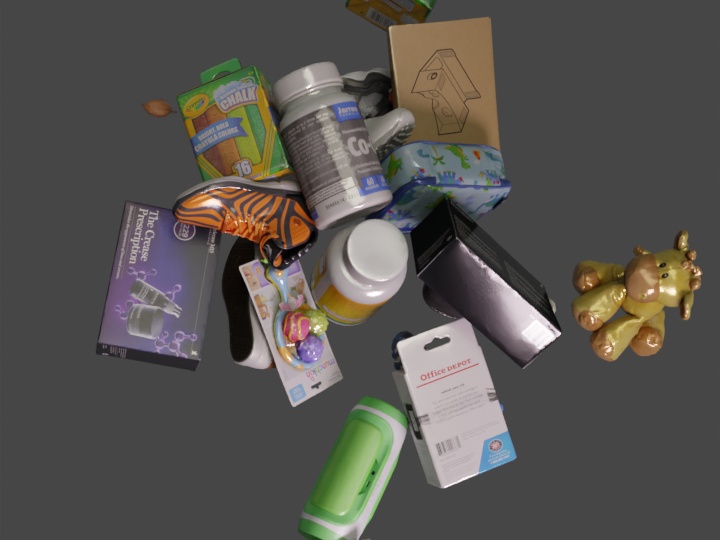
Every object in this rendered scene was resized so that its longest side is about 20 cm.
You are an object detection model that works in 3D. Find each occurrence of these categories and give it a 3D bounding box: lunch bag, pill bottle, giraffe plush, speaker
[{"bbox_3d":[0.103,-0.111,1.586,0.198,0.161,0.083,-1,65,-36],"label":"lunch bag"},{"bbox_3d":[0.000,0.000,1.522,0.111,0.200,0.114,4,73,-12],"label":"pill bottle"},{"bbox_3d":[0.426,0.028,1.638,0.198,0.162,0.174,-23,80,-18],"label":"giraffe plush"},{"bbox_3d":[-0.042,-0.166,1.488,0.113,0.114,0.202,-20,86,-18],"label":"pill bottle"},{"bbox_3d":[-0.008,0.276,1.502,0.088,0.088,0.201,29,70,-4],"label":"speaker"}]

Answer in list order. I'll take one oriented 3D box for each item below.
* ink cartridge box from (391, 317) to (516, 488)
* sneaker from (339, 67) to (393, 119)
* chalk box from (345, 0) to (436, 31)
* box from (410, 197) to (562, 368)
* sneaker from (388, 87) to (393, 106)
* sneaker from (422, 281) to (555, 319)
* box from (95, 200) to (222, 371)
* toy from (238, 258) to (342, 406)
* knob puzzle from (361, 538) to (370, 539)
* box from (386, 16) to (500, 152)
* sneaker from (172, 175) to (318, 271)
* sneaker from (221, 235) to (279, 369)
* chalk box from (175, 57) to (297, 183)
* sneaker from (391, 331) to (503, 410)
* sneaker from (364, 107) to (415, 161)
[{"bbox_3d":[0.119,0.175,1.498,0.115,0.067,0.202,-18,90,-14],"label":"ink cartridge box"},{"bbox_3d":[-0.018,-0.227,1.650,0.198,0.076,0.115,-16,76,-20],"label":"sneaker"},{"bbox_3d":[0.083,-0.478,1.715,0.124,0.124,0.201,29,70,-4],"label":"chalk box"},{"bbox_3d":[0.164,0.015,1.480,0.200,0.142,0.079,41,110,-17],"label":"box"},{"bbox_3d":[0.121,-0.205,1.651,0.199,0.077,0.086,32,64,-25],"label":"sneaker"},{"bbox_3d":[0.191,0.036,1.621,0.198,0.089,0.075,11,73,-9],"label":"sneaker"},{"bbox_3d":[-0.272,0.022,1.517,0.139,0.079,0.202,11,72,-13],"label":"box"},{"bbox_3d":[-0.082,0.069,1.520,0.115,0.047,0.202,-24,91,-49],"label":"toy"},{"bbox_3d":[-0.052,0.459,1.449,0.217,0.030,0.223,0,96,-4],"label":"knob puzzle"},{"bbox_3d":[0.121,-0.255,1.603,0.162,0.021,0.203,-10,101,-22],"label":"box"},{"bbox_3d":[-0.144,-0.059,1.471,0.198,0.078,0.113,-5,59,-22],"label":"sneaker"},{"bbox_3d":[-0.143,0.045,1.558,0.084,0.072,0.202,22,56,-44],"label":"sneaker"},{"bbox_3d":[-0.171,-0.202,1.561,0.123,0.124,0.202,-22,80,7],"label":"chalk box"},{"bbox_3d":[0.125,0.156,1.583,0.200,0.077,0.085,49,63,-6],"label":"sneaker"},{"bbox_3d":[-0.004,-0.181,1.581,0.076,0.199,0.081,-15,74,-48],"label":"sneaker"}]
